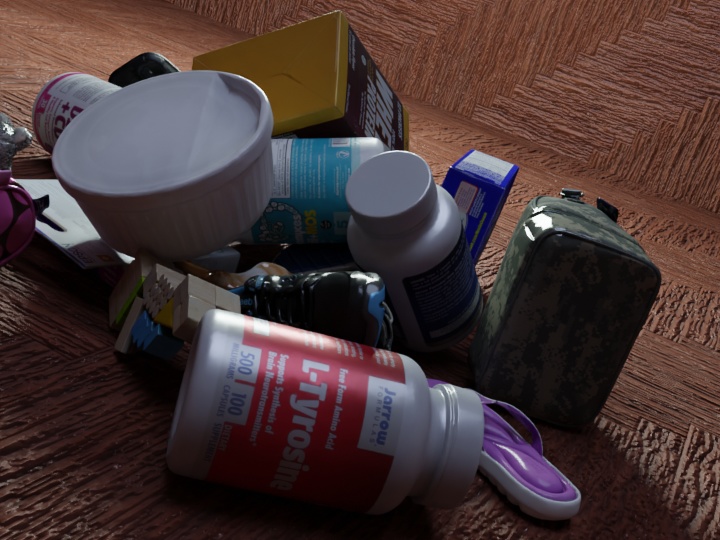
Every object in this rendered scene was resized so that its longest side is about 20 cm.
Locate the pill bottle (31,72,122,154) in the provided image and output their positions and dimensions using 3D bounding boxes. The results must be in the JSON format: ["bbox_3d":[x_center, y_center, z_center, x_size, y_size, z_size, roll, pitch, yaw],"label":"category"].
[{"bbox_3d":[-0.301,-0.165,1.141,0.199,0.114,0.113,25,18,37],"label":"pill bottle"}]

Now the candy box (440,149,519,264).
[{"bbox_3d":[0.126,-0.055,1.177,0.077,0.170,0.200,25,17,8],"label":"candy box"}]

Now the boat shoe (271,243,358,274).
[{"bbox_3d":[0.000,0.000,1.031,0.199,0.073,0.072,-12,36,-15],"label":"boat shoe"}]

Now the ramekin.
[{"bbox_3d":[-0.171,-0.093,0.868,0.201,0.095,0.203,-8,41,7],"label":"ramekin"}]

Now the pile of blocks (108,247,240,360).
[{"bbox_3d":[-0.148,0.041,0.757,0.062,0.082,0.200,26,-4,-28],"label":"pile of blocks"}]

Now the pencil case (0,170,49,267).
[{"bbox_3d":[-0.377,-0.078,0.855,0.199,0.094,0.091,27,37,30],"label":"pencil case"}]

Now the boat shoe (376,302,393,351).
[{"bbox_3d":[0.001,0.058,0.831,0.071,0.064,0.200,38,23,-15],"label":"boat shoe"}]

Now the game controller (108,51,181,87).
[{"bbox_3d":[-0.264,-0.231,1.350,0.104,0.042,0.200,-14,-38,34],"label":"game controller"}]

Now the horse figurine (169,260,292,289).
[{"bbox_3d":[-0.092,0.027,0.908,0.199,0.050,0.132,-5,35,-48],"label":"horse figurine"}]

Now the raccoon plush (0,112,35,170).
[{"bbox_3d":[-0.425,-0.161,1.078,0.133,0.097,0.200,26,17,-4],"label":"raccoon plush"}]

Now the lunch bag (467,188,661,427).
[{"bbox_3d":[0.193,0.029,0.943,0.139,0.201,0.168,16,19,-8],"label":"lunch bag"}]

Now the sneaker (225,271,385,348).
[{"bbox_3d":[-0.051,0.038,0.736,0.082,0.074,0.200,15,-16,-28],"label":"sneaker"}]

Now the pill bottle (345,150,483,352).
[{"bbox_3d":[0.051,-0.018,0.916,0.111,0.111,0.200,31,-22,35],"label":"pill bottle"}]

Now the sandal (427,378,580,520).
[{"bbox_3d":[0.116,0.134,0.793,0.082,0.050,0.202,4,22,-39],"label":"sandal"}]

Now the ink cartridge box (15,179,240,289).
[{"bbox_3d":[-0.257,-0.037,0.945,0.196,0.044,0.199,32,23,31],"label":"ink cartridge box"}]

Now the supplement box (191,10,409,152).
[{"bbox_3d":[-0.068,-0.166,1.109,0.196,0.134,0.200,-11,-31,22],"label":"supplement box"}]

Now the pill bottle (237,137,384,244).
[{"bbox_3d":[-0.073,-0.083,0.992,0.199,0.112,0.111,-1,18,2],"label":"pill bottle"}]

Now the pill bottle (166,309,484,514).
[{"bbox_3d":[-0.023,0.102,0.643,0.199,0.113,0.112,14,18,-12],"label":"pill bottle"}]
